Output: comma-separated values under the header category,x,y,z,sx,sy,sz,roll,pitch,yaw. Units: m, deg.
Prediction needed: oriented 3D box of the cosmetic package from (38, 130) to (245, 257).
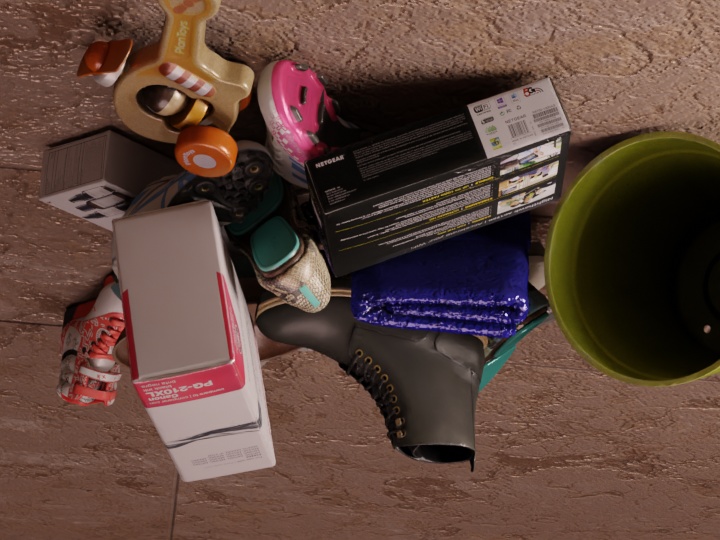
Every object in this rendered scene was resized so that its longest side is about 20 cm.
category,x,y,z,sx,sy,sz,roll,pitch,yaw
cosmetic package,-0.176,-0.057,1.739,0.082,0.051,0.199,-11,157,38

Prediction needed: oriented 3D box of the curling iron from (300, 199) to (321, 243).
category,x,y,z,sx,sy,sz,roll,pitch,yaw
curling iron,0.014,-0.069,1.692,0.025,0.050,0.199,-1,164,-42

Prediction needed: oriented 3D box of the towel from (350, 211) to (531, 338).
category,x,y,z,sx,sy,sz,roll,pitch,yaw
towel,0.069,-0.003,1.679,0.146,0.050,0.200,1,-155,4

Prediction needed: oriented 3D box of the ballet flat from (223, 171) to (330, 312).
category,x,y,z,sx,sy,sz,roll,pitch,yaw
ballet flat,-0.066,-0.025,1.620,0.068,0.200,0.075,-35,123,4

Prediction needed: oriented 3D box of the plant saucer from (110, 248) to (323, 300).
category,x,y,z,sx,sy,sz,roll,pitch,yaw
plant saucer,-0.129,0.011,1.855,0.198,0.028,0.200,-11,177,-1

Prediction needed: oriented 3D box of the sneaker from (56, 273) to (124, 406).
category,x,y,z,sx,sy,sz,roll,pitch,yaw
sneaker,-0.248,0.075,2.027,0.067,0.109,0.201,14,157,-27

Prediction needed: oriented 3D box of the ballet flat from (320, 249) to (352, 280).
category,x,y,z,sx,sy,sz,roll,pitch,yaw
ballet flat,0.000,0.000,1.762,0.067,0.047,0.199,15,-161,41

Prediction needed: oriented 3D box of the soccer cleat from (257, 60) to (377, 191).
category,x,y,z,sx,sy,sz,roll,pitch,yaw
soccer cleat,-0.048,-0.101,1.573,0.086,0.070,0.200,-6,158,24

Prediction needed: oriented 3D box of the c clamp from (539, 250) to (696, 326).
category,x,y,z,sx,sy,sz,roll,pitch,yaw
c clamp,0.198,0.023,1.858,0.199,0.027,0.171,-21,175,-4

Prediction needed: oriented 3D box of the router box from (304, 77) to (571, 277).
category,x,y,z,sx,sy,sz,roll,pitch,yaw
router box,0.060,-0.070,1.566,0.199,0.051,0.149,-19,161,-4

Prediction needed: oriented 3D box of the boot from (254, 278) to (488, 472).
category,x,y,z,sx,sy,sz,roll,pitch,yaw
boot,0.009,0.088,1.672,0.198,0.139,0.078,5,150,-5

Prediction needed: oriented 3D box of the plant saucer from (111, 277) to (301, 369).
category,x,y,z,sx,sy,sz,roll,pitch,yaw
plant saucer,-0.125,0.046,1.802,0.199,0.037,0.201,-10,163,-3

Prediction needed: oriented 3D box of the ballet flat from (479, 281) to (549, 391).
category,x,y,z,sx,sy,sz,roll,pitch,yaw
ballet flat,0.109,0.054,1.797,0.074,0.075,0.200,10,150,-17

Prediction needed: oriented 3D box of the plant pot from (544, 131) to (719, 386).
category,x,y,z,sx,sy,sz,roll,pitch,yaw
plant pot,0.281,0.002,1.665,0.199,0.202,0.192,-9,169,30

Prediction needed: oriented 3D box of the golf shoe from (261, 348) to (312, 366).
category,x,y,z,sx,sy,sz,roll,pitch,yaw
golf shoe,-0.086,0.047,1.930,0.199,0.076,0.092,-21,161,-28

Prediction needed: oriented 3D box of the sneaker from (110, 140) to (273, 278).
category,x,y,z,sx,sy,sz,roll,pitch,yaw
sneaker,-0.140,-0.056,1.613,0.071,0.073,0.200,16,144,-34

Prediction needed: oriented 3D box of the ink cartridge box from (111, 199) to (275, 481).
category,x,y,z,sx,sy,sz,roll,pitch,yaw
ink cartridge box,-0.130,0.060,1.598,0.084,0.146,0.200,-12,151,1

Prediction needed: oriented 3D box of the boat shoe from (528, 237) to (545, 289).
category,x,y,z,sx,sy,sz,roll,pitch,yaw
boat shoe,0.112,0.003,1.843,0.072,0.061,0.202,5,161,-22

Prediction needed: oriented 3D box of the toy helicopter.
category,x,y,z,sx,sy,sz,roll,pitch,yaw
toy helicopter,-0.140,-0.158,1.462,0.131,0.079,0.200,14,148,-3
